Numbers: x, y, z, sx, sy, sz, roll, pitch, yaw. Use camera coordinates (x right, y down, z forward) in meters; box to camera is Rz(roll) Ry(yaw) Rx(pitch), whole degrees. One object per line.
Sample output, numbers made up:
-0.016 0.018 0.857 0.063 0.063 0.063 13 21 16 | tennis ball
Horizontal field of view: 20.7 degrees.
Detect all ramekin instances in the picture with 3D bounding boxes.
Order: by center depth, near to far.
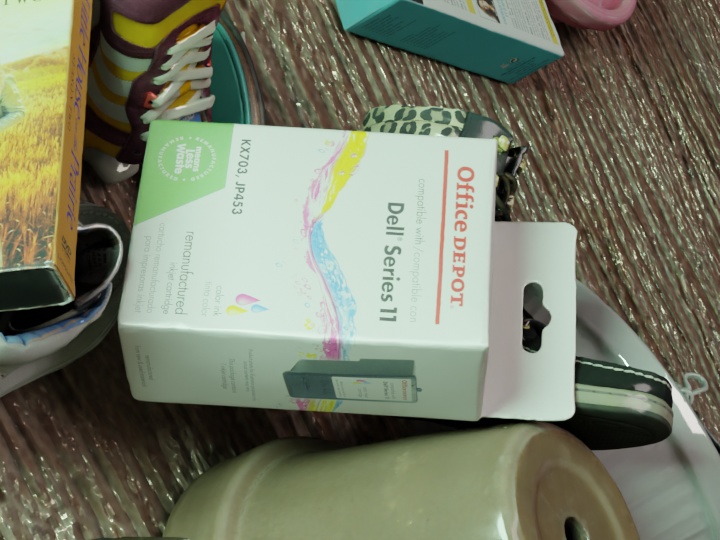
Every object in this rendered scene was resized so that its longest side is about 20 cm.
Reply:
0.106 0.105 1.053 0.094 0.202 0.203 -33 97 -15 | ramekin

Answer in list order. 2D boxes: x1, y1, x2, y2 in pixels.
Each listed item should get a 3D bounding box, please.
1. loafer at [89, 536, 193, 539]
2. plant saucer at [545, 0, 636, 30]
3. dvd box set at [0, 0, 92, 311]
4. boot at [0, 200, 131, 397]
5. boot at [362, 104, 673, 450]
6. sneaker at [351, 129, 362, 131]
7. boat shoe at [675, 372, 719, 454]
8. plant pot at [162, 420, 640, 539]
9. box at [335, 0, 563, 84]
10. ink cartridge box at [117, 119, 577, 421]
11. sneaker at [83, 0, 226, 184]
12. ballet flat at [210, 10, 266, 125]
-0.080 0.199 0.812 0.073 0.071 0.200 12 57 -51 | loafer
0.134 -0.266 1.487 0.200 0.051 0.201 37 39 -37 | plant saucer
-0.184 -0.068 0.802 0.029 0.146 0.200 76 11 -55 | dvd box set
-0.132 0.008 0.857 0.074 0.096 0.200 58 32 -8 | boot
0.065 0.000 0.957 0.073 0.203 0.154 52 51 -58 | boot
-0.040 -0.028 1.059 0.088 0.075 0.200 43 32 26 | sneaker
0.194 0.099 1.286 0.199 0.068 0.074 53 33 -15 | boat shoe
0.034 0.154 0.917 0.200 0.174 0.200 35 41 -39 | plant pot
0.056 -0.186 1.316 0.200 0.049 0.082 10 59 -52 | box
0.000 0.000 0.880 0.067 0.200 0.117 91 3 -56 | ink cartridge box
-0.090 -0.100 0.911 0.075 0.200 0.090 -27 92 -27 | sneaker
-0.094 -0.122 1.027 0.200 0.068 0.068 63 16 14 | ballet flat
